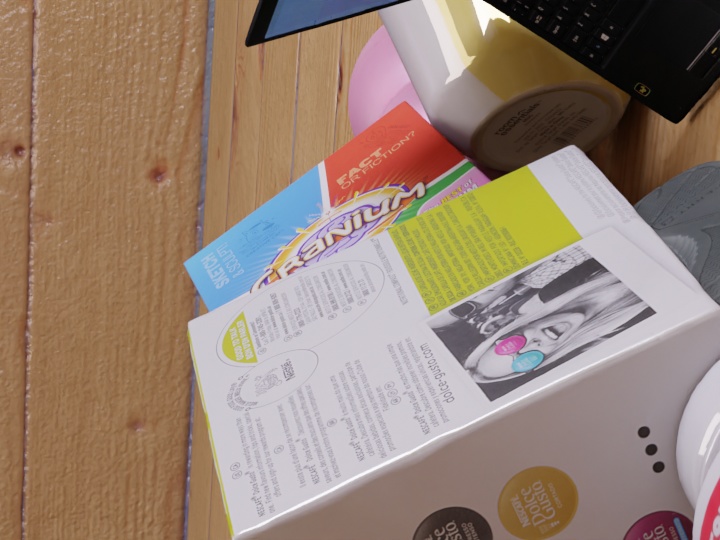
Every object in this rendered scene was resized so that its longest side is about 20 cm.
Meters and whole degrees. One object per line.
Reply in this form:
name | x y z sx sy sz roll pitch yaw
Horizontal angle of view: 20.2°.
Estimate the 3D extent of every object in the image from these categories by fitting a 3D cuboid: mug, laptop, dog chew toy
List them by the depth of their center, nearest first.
laptop | 0.070 -0.122 0.905 0.103 0.200 0.177 -57 0 -23
mug | 0.078 -0.147 1.071 0.187 0.149 0.153 73 -177 -63
dog chew toy | 0.058 -0.074 1.187 0.200 0.124 0.125 -98 14 -54

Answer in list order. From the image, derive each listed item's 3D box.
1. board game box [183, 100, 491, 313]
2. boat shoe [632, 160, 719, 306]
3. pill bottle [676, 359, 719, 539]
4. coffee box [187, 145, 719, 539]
board game box | 0.000 0.000 1.005 0.040 0.153 0.200 54 179 -25
boat shoe | 0.167 0.008 0.823 0.065 0.074 0.202 57 176 -18
pill bottle | 0.172 0.096 0.634 0.200 0.119 0.120 -117 30 -67
coffee box | 0.060 0.099 0.834 0.200 0.198 0.200 -115 0 -66
